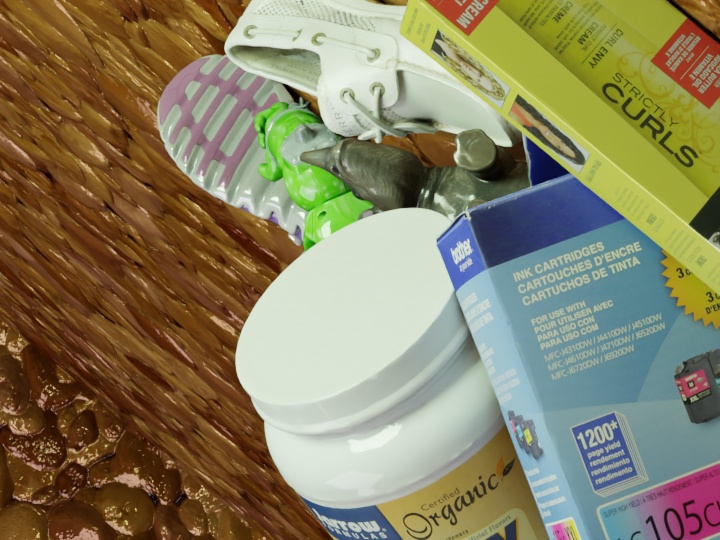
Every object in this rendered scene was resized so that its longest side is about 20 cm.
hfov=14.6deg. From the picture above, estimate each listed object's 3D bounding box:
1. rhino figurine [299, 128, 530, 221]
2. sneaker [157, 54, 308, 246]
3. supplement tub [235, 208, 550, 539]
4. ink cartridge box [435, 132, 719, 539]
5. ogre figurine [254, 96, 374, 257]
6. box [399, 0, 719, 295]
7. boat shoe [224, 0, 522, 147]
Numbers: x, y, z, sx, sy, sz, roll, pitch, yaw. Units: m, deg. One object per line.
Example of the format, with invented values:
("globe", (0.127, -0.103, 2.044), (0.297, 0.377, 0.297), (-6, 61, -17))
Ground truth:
("rhino figurine", (0.064, -0.031, 1.344), (0.199, 0.060, 0.087), (12, 171, 13))
("sneaker", (-0.036, -0.053, 1.692), (0.200, 0.081, 0.088), (35, 175, 21))
("supplement tub", (0.044, 0.083, 1.318), (0.144, 0.144, 0.200), (23, 155, 55))
("ink cartridge box", (0.120, 0.022, 1.205), (0.076, 0.136, 0.201), (131, 118, -76))
("ogre figurine", (0.000, 0.000, 1.451), (0.120, 0.098, 0.201), (101, 162, -83))
("box", (0.115, -0.068, 1.157), (0.200, 0.075, 0.050), (41, 166, 6))
("boat shoe", (0.009, -0.093, 1.402), (0.200, 0.069, 0.071), (26, 158, 44))
